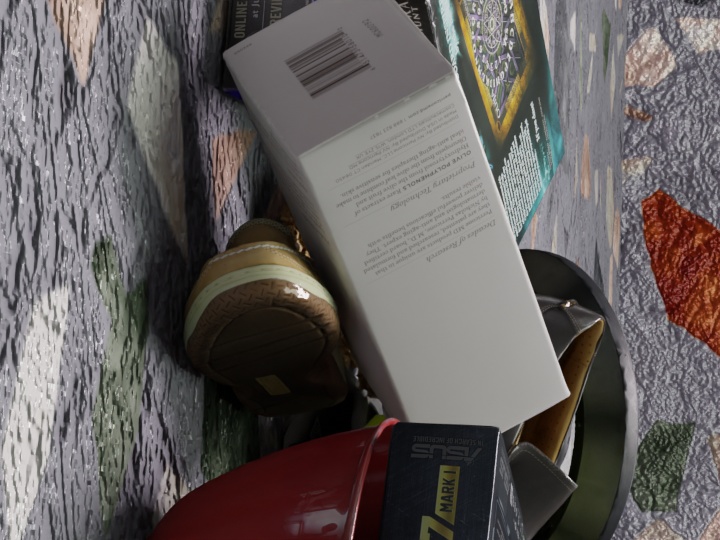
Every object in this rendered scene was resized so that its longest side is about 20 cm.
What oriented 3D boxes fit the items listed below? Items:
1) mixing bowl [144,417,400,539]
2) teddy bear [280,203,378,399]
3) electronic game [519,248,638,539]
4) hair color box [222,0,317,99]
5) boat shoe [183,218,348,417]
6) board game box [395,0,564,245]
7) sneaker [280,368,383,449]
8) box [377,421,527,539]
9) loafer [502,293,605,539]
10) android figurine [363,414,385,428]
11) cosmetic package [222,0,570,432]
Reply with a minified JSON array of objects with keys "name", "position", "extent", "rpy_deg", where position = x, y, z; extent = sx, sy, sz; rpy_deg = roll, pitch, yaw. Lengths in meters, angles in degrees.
[{"name":"mixing bowl","position":[-0.039,0.164,0.994],"extent":[0.200,0.107,0.202],"rpy_deg":[1,90,-78]},{"name":"teddy bear","position":[0.000,0.000,1.255],"extent":[0.146,0.066,0.200],"rpy_deg":[60,16,-12]},{"name":"electronic game","position":[0.093,0.088,1.334],"extent":[0.199,0.041,0.202],"rpy_deg":[-9,-101,56]},{"name":"hair color box","position":[0.004,-0.126,1.185],"extent":[0.200,0.064,0.110],"rpy_deg":[15,78,-63]},{"name":"boat shoe","position":[-0.047,0.012,1.077],"extent":[0.200,0.071,0.077],"rpy_deg":[84,-3,-74]},{"name":"board game box","position":[0.061,-0.103,1.203],"extent":[0.136,0.028,0.201],"rpy_deg":[-60,146,-44]},{"name":"sneaker","position":[-0.014,0.145,1.244],"extent":[0.116,0.074,0.202],"rpy_deg":[59,25,-58]},{"name":"box","position":[0.040,0.175,0.994],"extent":[0.200,0.051,0.159],"rpy_deg":[70,24,-63]},{"name":"loafer","position":[0.072,0.103,1.153],"extent":[0.073,0.072,0.202],"rpy_deg":[37,59,-60]},{"name":"android figurine","position":[0.036,0.138,1.206],"extent":[0.200,0.041,0.184],"rpy_deg":[6,86,-62]},{"name":"cosmetic package","position":[0.018,-0.019,1.070],"extent":[0.108,0.084,0.201],"rpy_deg":[54,-9,50]}]
